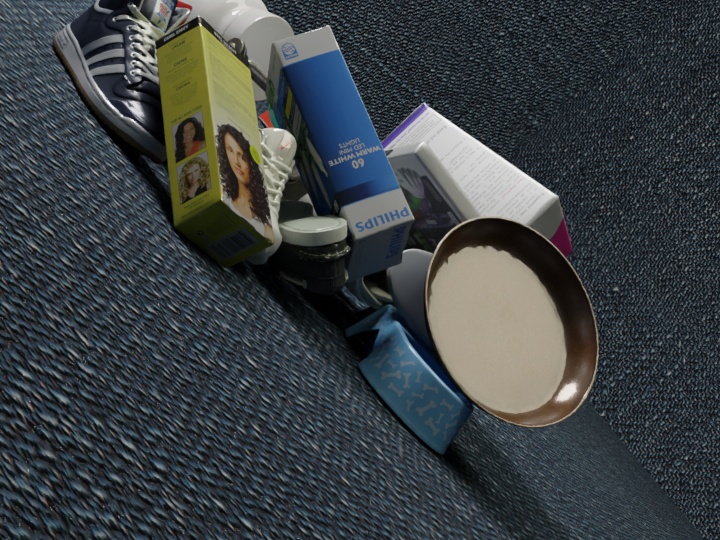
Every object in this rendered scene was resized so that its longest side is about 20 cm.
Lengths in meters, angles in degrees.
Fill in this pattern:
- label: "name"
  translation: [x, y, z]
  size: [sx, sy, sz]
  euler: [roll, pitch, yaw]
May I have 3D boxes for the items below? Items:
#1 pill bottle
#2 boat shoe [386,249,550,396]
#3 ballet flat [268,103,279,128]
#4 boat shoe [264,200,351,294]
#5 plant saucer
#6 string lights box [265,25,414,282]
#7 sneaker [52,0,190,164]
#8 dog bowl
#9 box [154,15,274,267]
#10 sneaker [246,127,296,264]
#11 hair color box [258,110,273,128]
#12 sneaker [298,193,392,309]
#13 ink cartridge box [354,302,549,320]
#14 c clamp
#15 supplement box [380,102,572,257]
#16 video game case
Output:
- label: "pill bottle"
  translation: [-0.161, -0.235, 1.772]
  size: [0.200, 0.112, 0.112]
  euler: [26, -9, 39]
- label: "boat shoe"
  translation: [0.094, 0.060, 1.672]
  size: [0.200, 0.070, 0.066]
  euler: [41, -16, -11]
- label: "ballet flat"
  translation: [-0.036, -0.110, 1.863]
  size: [0.200, 0.067, 0.070]
  euler: [60, -18, 12]
- label: "boat shoe"
  translation: [-0.064, -0.023, 1.579]
  size: [0.200, 0.075, 0.060]
  euler: [-146, -130, -70]
- label: "plant saucer"
  translation: [0.132, 0.049, 1.632]
  size: [0.200, 0.200, 0.032]
  euler: [46, -38, -11]
- label: "string lights box"
  translation: [-0.020, -0.103, 1.592]
  size: [0.103, 0.059, 0.200]
  euler: [104, -35, -67]
- label: "sneaker"
  translation: [-0.183, -0.178, 1.507]
  size: [0.070, 0.108, 0.200]
  euler: [41, 9, -45]
- label: "dog bowl"
  translation: [0.047, 0.093, 1.637]
  size: [0.111, 0.050, 0.200]
  euler: [45, 6, -17]
- label: "box"
  translation: [-0.117, -0.104, 1.433]
  size: [0.075, 0.050, 0.200]
  euler: [40, 30, -47]
- label: "sneaker"
  translation: [-0.094, -0.078, 1.515]
  size: [0.078, 0.099, 0.200]
  euler: [44, 6, -29]
- label: "hair color box"
  translation: [-0.035, -0.091, 2.008]
  size: [0.200, 0.061, 0.102]
  euler: [62, -5, -38]
- label: "sneaker"
  translation: [0.000, 0.000, 1.732]
  size: [0.116, 0.074, 0.200]
  euler: [41, 1, 20]
- label: "ink cartridge box"
  translation: [0.087, 0.042, 1.762]
  size: [0.109, 0.050, 0.200]
  euler: [46, -30, -10]
- label: "c clamp"
  translation: [-0.085, -0.148, 1.690]
  size: [0.200, 0.027, 0.171]
  euler: [35, 52, -49]
- label: "supplement box"
  translation: [0.109, -0.066, 1.852]
  size: [0.200, 0.103, 0.101]
  euler: [37, -17, 33]
- label: "video game case"
  translation: [0.064, -0.034, 1.771]
  size: [0.200, 0.023, 0.182]
  euler: [51, -28, -19]
